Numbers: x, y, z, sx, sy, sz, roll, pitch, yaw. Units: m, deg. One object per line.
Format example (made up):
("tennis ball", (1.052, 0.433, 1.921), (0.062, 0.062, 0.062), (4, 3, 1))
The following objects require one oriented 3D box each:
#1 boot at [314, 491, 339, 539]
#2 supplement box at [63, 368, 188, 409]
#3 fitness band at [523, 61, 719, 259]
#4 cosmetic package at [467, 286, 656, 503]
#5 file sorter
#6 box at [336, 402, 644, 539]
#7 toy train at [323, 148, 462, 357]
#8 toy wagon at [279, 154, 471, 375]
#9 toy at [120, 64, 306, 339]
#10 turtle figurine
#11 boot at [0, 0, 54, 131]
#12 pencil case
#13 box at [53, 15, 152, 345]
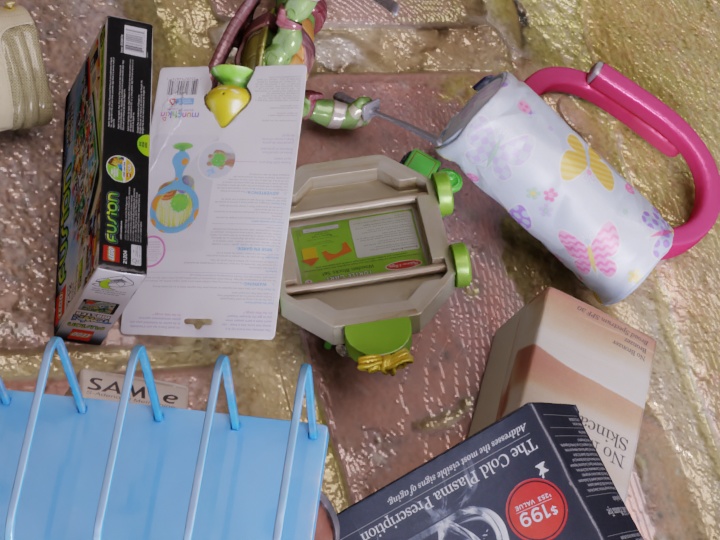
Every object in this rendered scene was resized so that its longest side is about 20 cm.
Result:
("boot", (-0.090, 0.234, 1.042), (0.068, 0.188, 0.200), (32, 42, -2))
("supplement box", (-0.160, 0.178, 1.089), (0.073, 0.126, 0.201), (11, 59, -20))
("fitness band", (0.213, -0.094, 1.490), (0.200, 0.037, 0.144), (34, 53, -5))
("cosmetic package", (0.139, 0.127, 1.295), (0.103, 0.087, 0.200), (26, 55, -13))
("file sorter", (-0.126, 0.118, 0.972), (0.199, 0.123, 0.139), (6, 62, 4))
("box", (0.083, 0.210, 1.140), (0.182, 0.200, 0.104), (62, 17, 14))
("toy train", (0.017, -0.016, 1.345), (0.056, 0.042, 0.200), (30, 53, 3))
("toy wagon", (0.000, 0.000, 1.282), (0.155, 0.040, 0.200), (-9, 52, -5))
("toy", (-0.097, -0.047, 1.264), (0.115, 0.047, 0.201), (1, 77, 18))
("turtle figurine", (-0.015, -0.183, 1.356), (0.144, 0.200, 0.194), (38, 40, -41))
("boot", (-0.314, -0.171, 1.239), (0.155, 0.073, 0.200), (-21, 76, -34))
("pencil case", (0.151, -0.062, 1.396), (0.200, 0.091, 0.083), (41, 44, -6))
("box", (-0.176, -0.062, 1.226), (0.035, 0.110, 0.201), (10, 59, -22))
